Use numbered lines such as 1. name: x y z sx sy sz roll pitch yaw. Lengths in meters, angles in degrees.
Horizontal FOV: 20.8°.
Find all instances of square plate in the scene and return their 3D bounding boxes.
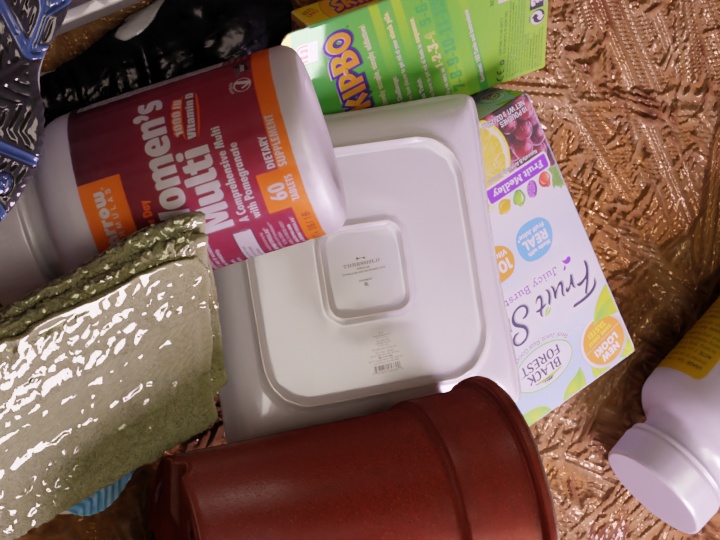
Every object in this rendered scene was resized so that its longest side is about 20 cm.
1. square plate: 0.000 0.000 1.198 0.198 0.028 0.200 -9 90 -22

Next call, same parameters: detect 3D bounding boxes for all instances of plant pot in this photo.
1. plant pot: -0.012 0.169 1.122 0.194 0.201 0.203 -4 101 -18

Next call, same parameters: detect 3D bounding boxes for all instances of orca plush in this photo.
1. orca plush: -0.119 -0.127 1.150 0.199 0.071 0.106 -7 102 -27

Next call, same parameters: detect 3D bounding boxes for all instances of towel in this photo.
1. towel: -0.154 0.063 1.045 0.199 0.036 0.149 -32 138 -29

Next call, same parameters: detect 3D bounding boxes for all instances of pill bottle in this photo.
1. pill bottle: 0.267 0.083 1.374 0.200 0.111 0.112 -46 116 -15
2. pill bottle: -0.115 -0.047 1.106 0.198 0.110 0.110 -17 109 4

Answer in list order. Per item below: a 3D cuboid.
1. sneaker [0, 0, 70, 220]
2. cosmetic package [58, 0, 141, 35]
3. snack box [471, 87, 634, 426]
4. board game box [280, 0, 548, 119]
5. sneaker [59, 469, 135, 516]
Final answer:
1. sneaker: -0.204 -0.095 1.010 0.075 0.077 0.201 29 73 -36
2. cosmetic package: -0.196 -0.203 1.091 0.199 0.052 0.152 -27 95 -23
3. snack box: 0.082 0.001 1.292 0.142 0.053 0.201 -32 111 -19
4. board game box: 0.033 -0.142 1.237 0.199 0.030 0.096 -24 135 -26
5. sneaker: -0.142 0.064 1.172 0.200 0.080 0.077 -46 116 -36
